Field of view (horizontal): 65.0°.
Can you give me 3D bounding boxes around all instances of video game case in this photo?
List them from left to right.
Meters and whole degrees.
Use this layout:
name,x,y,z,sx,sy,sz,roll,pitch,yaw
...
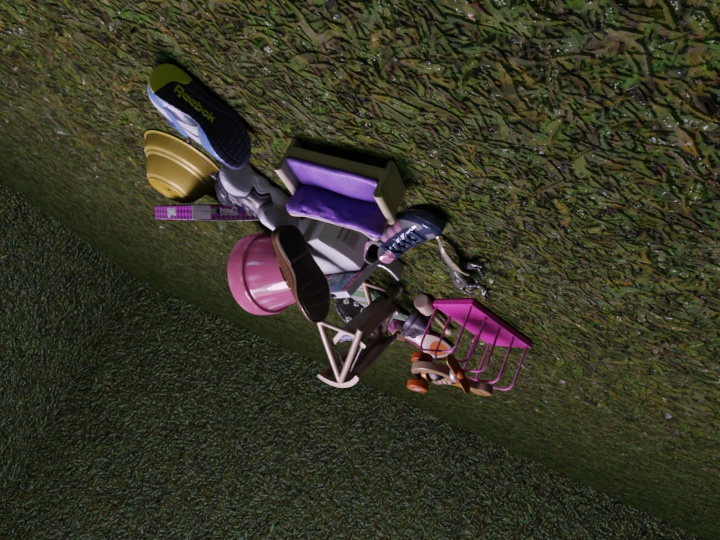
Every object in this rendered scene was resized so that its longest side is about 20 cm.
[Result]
name,x,y,z,sx,sy,sz,roll,pitch,yaw
video game case,-0.338,-0.130,1.269,0.180,0.036,0.199,-6,-172,-41
video game case,-0.026,0.003,1.170,0.017,0.143,0.199,49,157,-16

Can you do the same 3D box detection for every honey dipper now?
name,x,y,z,sx,sy,sz,roll,pitch,yaw
honey dipper,0.185,0.114,1.369,0.038,0.038,0.200,13,161,37

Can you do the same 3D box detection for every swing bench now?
name,x,y,z,sx,sy,sz,roll,pitch,yaw
swing bench,0.001,0.148,1.329,0.128,0.199,0.202,18,127,27

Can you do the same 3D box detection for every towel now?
name,x,y,z,sx,sy,sz,roll,pitch,yaw
towel,0.026,0.074,1.509,0.199,0.024,0.152,38,161,-36

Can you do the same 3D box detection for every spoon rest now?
name,x,y,z,sx,sy,sz,roll,pitch,yaw
spoon rest,0.000,0.000,1.235,0.198,0.100,0.061,-10,134,40

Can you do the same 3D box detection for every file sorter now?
name,x,y,z,sx,sy,sz,roll,pitch,yaw
file sorter,0.253,0.168,1.266,0.199,0.127,0.138,34,161,-23

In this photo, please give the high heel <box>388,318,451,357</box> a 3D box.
name,x,y,z,sx,sy,sz,roll,pitch,yaw
high heel,0.164,0.182,1.590,0.197,0.068,0.096,16,-160,-15

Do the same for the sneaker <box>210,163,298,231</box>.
name,x,y,z,sx,sy,sz,roll,pitch,yaw
sneaker,-0.216,-0.143,1.149,0.200,0.076,0.113,43,158,-28

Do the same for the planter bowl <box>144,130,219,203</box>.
name,x,y,z,sx,sy,sz,roll,pitch,yaw
planter bowl,-0.393,-0.203,1.213,0.198,0.084,0.201,25,163,8

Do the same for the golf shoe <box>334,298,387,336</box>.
name,x,y,z,sx,sy,sz,roll,pitch,yaw
golf shoe,-0.005,0.137,1.650,0.199,0.078,0.088,35,168,-25

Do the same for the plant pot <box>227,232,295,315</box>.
name,x,y,z,sx,sy,sz,roll,pitch,yaw
plant pot,-0.187,0.003,1.358,0.177,0.202,0.200,-6,147,35

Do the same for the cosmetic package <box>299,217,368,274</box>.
name,x,y,z,sx,sy,sz,roll,pitch,yaw
cosmetic package,-0.067,-0.056,1.161,0.112,0.082,0.199,34,161,-19

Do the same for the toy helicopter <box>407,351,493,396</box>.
name,x,y,z,sx,sy,sz,roll,pitch,yaw
toy helicopter,0.206,0.231,1.221,0.198,0.080,0.132,21,154,-16

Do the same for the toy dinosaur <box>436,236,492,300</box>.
name,x,y,z,sx,sy,sz,roll,pitch,yaw
toy dinosaur,0.192,0.005,1.023,0.087,0.048,0.200,22,160,38

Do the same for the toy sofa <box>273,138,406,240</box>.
name,x,y,z,sx,sy,sz,roll,pitch,yaw
toy sofa,-0.037,-0.127,0.882,0.198,0.098,0.083,19,162,26

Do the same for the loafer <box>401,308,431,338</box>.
name,x,y,z,sx,sy,sz,roll,pitch,yaw
loafer,0.142,0.143,1.406,0.063,0.072,0.200,36,174,10

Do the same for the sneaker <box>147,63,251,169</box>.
name,x,y,z,sx,sy,sz,roll,pitch,yaw
sneaker,-0.261,-0.246,0.920,0.200,0.074,0.082,45,158,-29

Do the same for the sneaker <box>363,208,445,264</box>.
name,x,y,z,sx,sy,sz,roll,pitch,yaw
sneaker,0.071,-0.050,0.973,0.070,0.083,0.199,32,162,-19

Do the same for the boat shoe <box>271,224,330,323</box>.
name,x,y,z,sx,sy,sz,roll,pitch,yaw
boat shoe,-0.118,0.006,1.117,0.068,0.071,0.203,0,110,60
